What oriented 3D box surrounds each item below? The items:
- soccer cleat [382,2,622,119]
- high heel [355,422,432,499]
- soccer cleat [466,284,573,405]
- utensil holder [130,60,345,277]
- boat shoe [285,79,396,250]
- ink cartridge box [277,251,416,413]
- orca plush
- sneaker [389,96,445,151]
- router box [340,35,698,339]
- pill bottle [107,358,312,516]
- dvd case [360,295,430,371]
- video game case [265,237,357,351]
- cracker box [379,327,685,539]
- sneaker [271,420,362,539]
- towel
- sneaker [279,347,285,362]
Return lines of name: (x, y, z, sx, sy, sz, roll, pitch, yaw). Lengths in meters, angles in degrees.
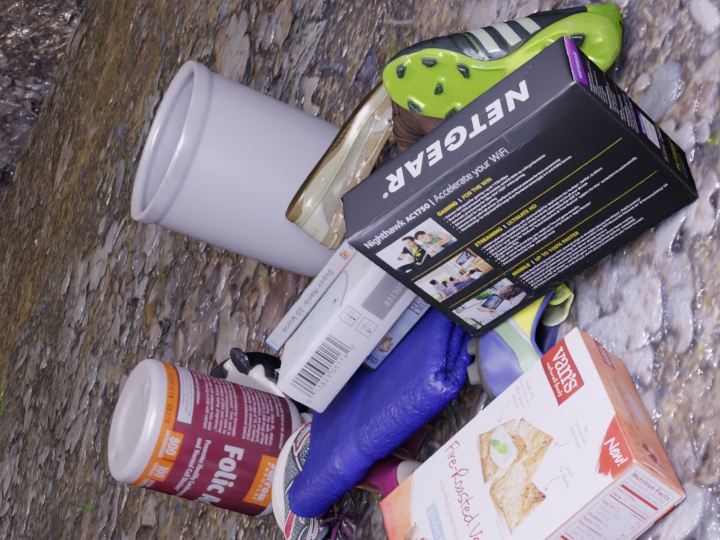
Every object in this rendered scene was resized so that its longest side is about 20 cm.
soccer cleat: (0.114, -0.167, 1.200, 0.198, 0.068, 0.081, -7, 27, 28)
high heel: (0.032, 0.188, 1.215, 0.097, 0.067, 0.200, -59, 14, 19)
soccer cleat: (0.126, 0.016, 1.157, 0.083, 0.065, 0.202, -19, 45, 25)
utensil holder: (-0.114, -0.098, 1.560, 0.170, 0.198, 0.171, -52, 27, 39)
boat shoe: (0.005, -0.116, 1.482, 0.202, 0.063, 0.073, -56, 8, -16)
ink cartridge box: (0.000, 0.000, 1.235, 0.161, 0.047, 0.201, -53, 15, 23)
orca plush: (-0.096, 0.119, 1.581, 0.106, 0.071, 0.200, 59, 153, 0)
sneaker: (0.060, -0.150, 1.336, 0.070, 0.076, 0.200, -40, 11, -9)
router box: (0.108, -0.050, 1.042, 0.199, 0.149, 0.051, -34, 41, 26)
pill bottle: (-0.123, 0.162, 1.404, 0.114, 0.198, 0.115, -46, 34, 45)
dvd case: (0.065, -0.027, 1.200, 0.200, 0.017, 0.143, -51, 15, 34)
video game case: (-0.009, -0.022, 1.426, 0.200, 0.018, 0.143, -51, 0, 40)
cracker box: (0.108, 0.153, 1.017, 0.200, 0.057, 0.135, -44, 32, 19)
sneaker: (-0.030, 0.220, 1.302, 0.075, 0.080, 0.202, 126, 149, -51)
towel: (0.025, 0.102, 1.208, 0.200, 0.049, 0.149, -45, 19, 36)
sneaker: (-0.007, 0.048, 1.406, 0.119, 0.073, 0.200, -64, 14, -15)
